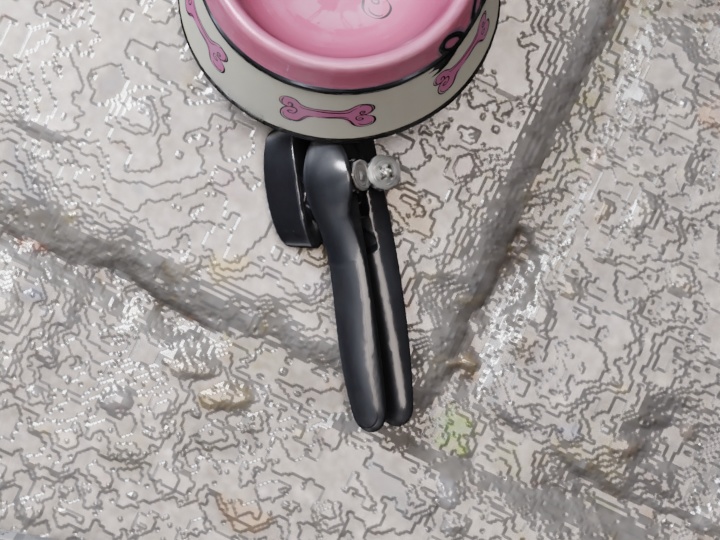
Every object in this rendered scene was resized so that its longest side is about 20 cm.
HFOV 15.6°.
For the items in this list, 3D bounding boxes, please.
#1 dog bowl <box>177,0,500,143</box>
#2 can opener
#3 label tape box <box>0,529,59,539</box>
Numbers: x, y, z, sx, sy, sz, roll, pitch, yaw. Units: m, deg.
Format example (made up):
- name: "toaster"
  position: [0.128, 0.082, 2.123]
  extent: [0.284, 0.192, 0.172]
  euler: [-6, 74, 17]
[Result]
- name: "dog bowl"
  position: [-0.012, -0.183, 1.585]
  extent: [0.200, 0.074, 0.200]
  euler: [1, 71, -3]
- name: "can opener"
  position: [0.000, 0.000, 1.618]
  extent: [0.063, 0.079, 0.200]
  euler: [-17, 92, -43]
- name: "label tape box"
  position: [-0.218, 0.232, 1.585]
  extent: [0.200, 0.066, 0.143]
  euler: [11, 87, -6]
